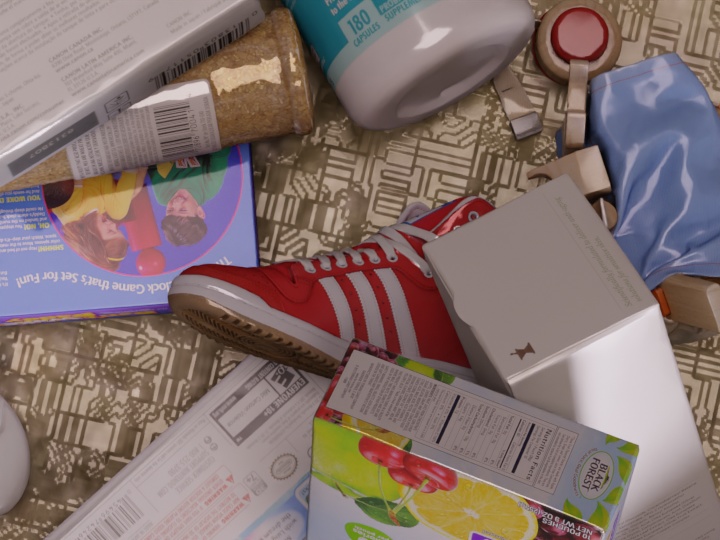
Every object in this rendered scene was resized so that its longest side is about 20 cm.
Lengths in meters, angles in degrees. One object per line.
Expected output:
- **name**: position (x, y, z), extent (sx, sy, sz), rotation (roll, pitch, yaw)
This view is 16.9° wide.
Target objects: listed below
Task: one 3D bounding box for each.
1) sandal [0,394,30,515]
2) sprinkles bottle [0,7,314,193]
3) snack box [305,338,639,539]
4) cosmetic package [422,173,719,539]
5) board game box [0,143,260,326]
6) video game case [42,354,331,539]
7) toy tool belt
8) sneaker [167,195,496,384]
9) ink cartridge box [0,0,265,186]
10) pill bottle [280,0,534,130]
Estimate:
- **sandal**: position (-0.266, 0.067, 1.271), extent (0.203, 0.050, 0.083), rotation (26, 75, -12)
- **sprinkles bottle**: position (-0.126, -0.082, 1.235), extent (0.200, 0.068, 0.068), rotation (-11, 84, -3)
- **snack box**: position (0.047, 0.126, 1.159), extent (0.142, 0.200, 0.053), rotation (22, 58, 10)
- **cosmetic package**: position (0.108, 0.065, 1.194), extent (0.085, 0.200, 0.108), rotation (-26, 47, -3)
- **board game box**: position (-0.155, -0.041, 1.286), extent (0.200, 0.045, 0.135), rotation (-4, 84, -2)
- **video game case**: position (-0.050, 0.159, 1.271), extent (0.200, 0.024, 0.182), rotation (-42, 87, -11)
- **toy tool belt**: position (0.145, -0.057, 1.254), extent (0.125, 0.123, 0.200), rotation (-20, 84, -3)
- **sneaker**: position (0.000, 0.000, 1.251), extent (0.200, 0.071, 0.113), rotation (19, 81, -29)
- **ink cartridge box**: position (-0.167, -0.165, 1.194), extent (0.162, 0.057, 0.200), rotation (-33, 76, -7)
- **pill bottle**: position (-0.002, -0.181, 1.266), extent (0.111, 0.111, 0.200), rotation (-30, 78, -4)
